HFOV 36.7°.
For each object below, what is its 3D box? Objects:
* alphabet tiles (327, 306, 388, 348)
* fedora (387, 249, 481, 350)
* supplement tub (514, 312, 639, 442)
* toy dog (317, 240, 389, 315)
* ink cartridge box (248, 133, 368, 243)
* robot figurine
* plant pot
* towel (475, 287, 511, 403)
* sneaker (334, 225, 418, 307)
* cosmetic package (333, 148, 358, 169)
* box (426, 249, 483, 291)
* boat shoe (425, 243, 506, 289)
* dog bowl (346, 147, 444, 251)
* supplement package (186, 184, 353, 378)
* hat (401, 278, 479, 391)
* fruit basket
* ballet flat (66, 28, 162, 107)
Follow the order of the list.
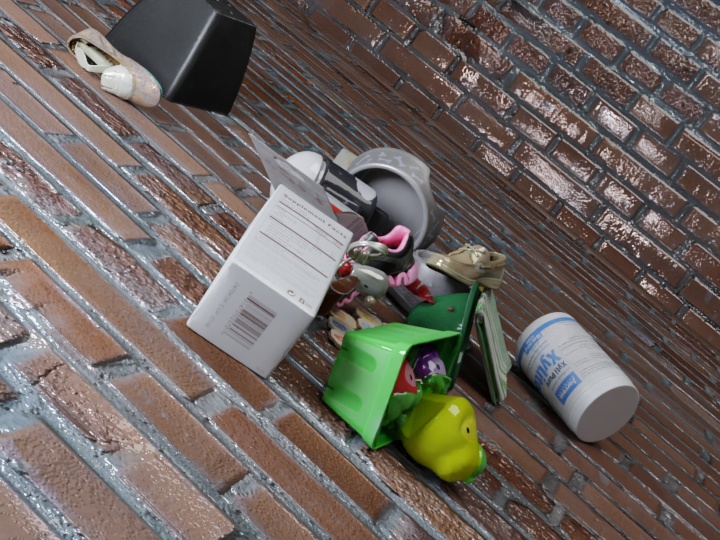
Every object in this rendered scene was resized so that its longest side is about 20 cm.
[{"bbox_3d":[0.036,0.118,1.545,0.195,0.015,0.200,32,18,-16],"label":"alphabet tiles"},{"bbox_3d":[0.136,0.035,1.832,0.200,0.090,0.177,38,17,2],"label":"fedora"},{"bbox_3d":[0.364,0.178,1.844,0.132,0.132,0.200,22,22,-41],"label":"supplement tub"},{"bbox_3d":[-0.061,0.018,1.466,0.199,0.097,0.132,8,-23,0],"label":"toy dog"},{"bbox_3d":[-0.071,-0.118,1.586,0.162,0.057,0.200,37,-20,27],"label":"ink cartridge box"},{"bbox_3d":[-0.054,-0.109,1.787,0.200,0.150,0.125,32,42,-17],"label":"robot figurine"},{"bbox_3d":[-0.316,-0.433,2.023,0.199,0.178,0.200,43,19,21],"label":"plant pot"},{"bbox_3d":[0.216,0.116,1.753,0.200,0.023,0.153,-44,121,-74],"label":"towel"},{"bbox_3d":[-0.004,-0.013,1.566,0.199,0.096,0.079,-18,43,-26],"label":"sneaker"},{"bbox_3d":[0.002,-0.148,2.088,0.103,0.073,0.200,29,19,-25],"label":"cosmetic package"},{"bbox_3d":[0.157,0.011,2.010,0.200,0.050,0.075,21,22,-44],"label":"box"},{"bbox_3d":[0.175,-0.014,1.748,0.072,0.065,0.200,28,10,36],"label":"boat shoe"},{"bbox_3d":[0.043,-0.108,1.868,0.200,0.200,0.059,39,31,6],"label":"dog bowl"},{"bbox_3d":[-0.104,0.009,1.301,0.117,0.117,0.200,34,31,-6],"label":"supplement package"},{"bbox_3d":[0.075,0.073,1.617,0.175,0.166,0.200,15,12,9],"label":"hat"},{"bbox_3d":[0.078,0.158,1.327,0.215,0.156,0.216,19,11,-4],"label":"fruit basket"},{"bbox_3d":[-0.409,-0.325,1.770,0.200,0.068,0.067,38,35,23],"label":"ballet flat"}]
